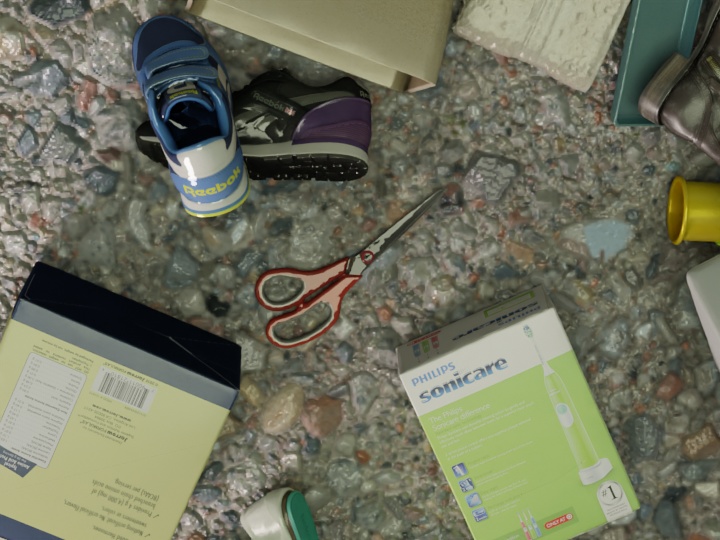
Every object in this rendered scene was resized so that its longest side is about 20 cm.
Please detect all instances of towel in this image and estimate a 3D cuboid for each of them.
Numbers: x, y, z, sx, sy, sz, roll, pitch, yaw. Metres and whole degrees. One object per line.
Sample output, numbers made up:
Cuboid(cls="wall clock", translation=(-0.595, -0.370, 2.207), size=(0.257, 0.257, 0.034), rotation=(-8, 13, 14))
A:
Cuboid(cls="towel", translation=(0.172, -0.265, 1.669), size=(0.132, 0.034, 0.200), rotation=(23, 102, -6))

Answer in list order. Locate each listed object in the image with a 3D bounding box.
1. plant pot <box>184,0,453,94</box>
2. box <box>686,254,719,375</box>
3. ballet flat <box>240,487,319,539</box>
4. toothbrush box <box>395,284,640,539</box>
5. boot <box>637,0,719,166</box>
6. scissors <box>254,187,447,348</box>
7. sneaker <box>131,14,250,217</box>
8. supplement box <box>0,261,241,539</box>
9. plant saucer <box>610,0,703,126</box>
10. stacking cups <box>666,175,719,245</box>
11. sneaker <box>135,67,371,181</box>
Cuboid(cls="plant pot", translation=(-0.015, -0.260, 1.592), size=(0.200, 0.200, 0.177), rotation=(20, 90, -7))
Cuboid(cls="box", translation=(0.403, 0.067, 1.649), size=(0.200, 0.171, 0.199), rotation=(-27, 146, 4))
Cuboid(cls="ballet flat", translation=(-0.053, 0.289, 1.788), size=(0.069, 0.069, 0.200), rotation=(-21, 100, 3))
Cuboid(cls="toothbrush box", translation=(0.136, 0.137, 1.739), size=(0.145, 0.086, 0.200), rotation=(-24, 104, 4))
Cuboid(cls="boot", translation=(0.344, -0.144, 1.636), size=(0.174, 0.069, 0.200), rotation=(41, 93, 26))
Cuboid(cls="scissors", translation=(0.000, 0.000, 1.740), size=(0.200, 0.014, 0.073), rotation=(-27, 101, 3))
Cuboid(cls="sneaker", translation=(-0.140, -0.141, 1.617), size=(0.074, 0.200, 0.082), rotation=(-22, 147, -1))
Cuboid(cls="supplement box", translation=(-0.230, 0.132, 1.699), size=(0.200, 0.134, 0.200), rotation=(24, 102, -8))
Cuboid(cls="plant saucer", translation=(0.254, -0.218, 1.671), size=(0.070, 0.019, 0.200), rotation=(-3, 113, -32))
Cuboid(cls="stacking cups", translation=(0.368, -0.050, 1.723), size=(0.200, 0.061, 0.061), rotation=(1, 104, -7))
Cuboid(cls="sneaker", translation=(-0.088, -0.126, 1.687), size=(0.200, 0.076, 0.088), rotation=(3, 73, 6))
